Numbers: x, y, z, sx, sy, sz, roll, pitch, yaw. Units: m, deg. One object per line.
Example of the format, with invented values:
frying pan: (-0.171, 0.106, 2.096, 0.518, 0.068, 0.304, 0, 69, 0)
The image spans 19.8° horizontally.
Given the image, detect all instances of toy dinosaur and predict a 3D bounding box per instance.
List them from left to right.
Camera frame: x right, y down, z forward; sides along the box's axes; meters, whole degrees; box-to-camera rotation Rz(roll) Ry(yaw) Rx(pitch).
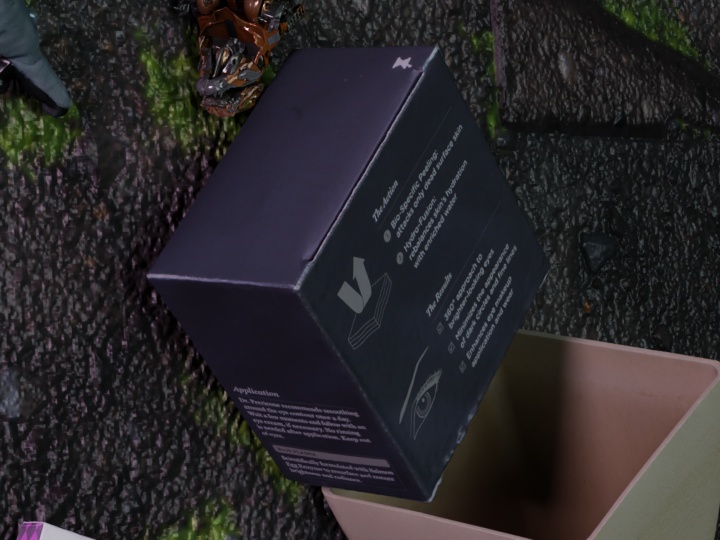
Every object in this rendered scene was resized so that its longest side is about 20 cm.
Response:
toy dinosaur: (-0.068, -0.200, 1.262, 0.136, 0.102, 0.201, 48, 37, -63)

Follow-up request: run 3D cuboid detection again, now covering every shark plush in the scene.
shark plush: (-0.189, -0.156, 1.099, 0.083, 0.091, 0.200, -22, 121, -6)

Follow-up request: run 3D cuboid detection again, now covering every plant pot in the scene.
plant pot: (0.126, 0.173, 1.366, 0.200, 0.199, 0.177, -44, 129, -39)

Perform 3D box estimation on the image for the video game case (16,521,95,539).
video game case: (-0.133, 0.261, 1.157, 0.181, 0.036, 0.201, 24, 70, -30)

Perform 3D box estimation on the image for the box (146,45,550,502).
box: (0.000, 0.000, 1.266, 0.197, 0.117, 0.200, -60, 137, -32)
